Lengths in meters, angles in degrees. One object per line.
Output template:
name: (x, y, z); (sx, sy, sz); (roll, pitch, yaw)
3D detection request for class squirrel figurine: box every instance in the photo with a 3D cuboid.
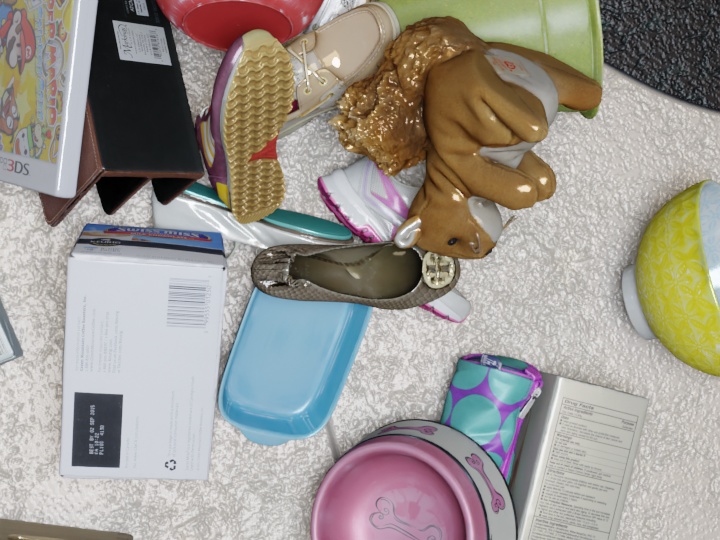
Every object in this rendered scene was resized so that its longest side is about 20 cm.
squirrel figurine: (0.077, -0.110, 0.905); (0.200, 0.142, 0.187); (33, 127, 10)

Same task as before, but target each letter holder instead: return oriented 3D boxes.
letter holder: (-0.239, -0.152, 0.949); (0.100, 0.142, 0.200); (-3, 72, -40)

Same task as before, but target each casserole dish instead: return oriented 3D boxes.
casserole dish: (-0.066, 0.071, 0.990); (0.121, 0.039, 0.200); (16, 102, -23)

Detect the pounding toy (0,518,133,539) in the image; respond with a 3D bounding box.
pounding toy: (-0.320, 0.331, 0.918); (0.200, 0.142, 0.185); (9, 88, -10)

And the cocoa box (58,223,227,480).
cocoa box: (-0.193, 0.069, 0.926); (0.133, 0.131, 0.200); (4, 104, -9)

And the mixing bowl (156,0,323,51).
mixing bowl: (-0.106, -0.260, 0.899); (0.200, 0.200, 0.109); (3, 76, -9)

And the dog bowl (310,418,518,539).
dog bowl: (0.041, 0.241, 0.962); (0.200, 0.074, 0.201); (-3, 83, 27)

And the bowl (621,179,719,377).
bowl: (0.328, 0.020, 1.033); (0.108, 0.200, 0.201); (-18, 94, 33)

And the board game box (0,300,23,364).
board game box: (-0.434, 0.052, 0.940); (0.200, 0.064, 0.148); (-23, 93, -10)

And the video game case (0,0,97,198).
video game case: (-0.295, -0.175, 0.905); (0.023, 0.182, 0.200); (1, 100, -48)

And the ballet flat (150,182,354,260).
ballet flat: (-0.107, -0.036, 1.001); (0.200, 0.069, 0.070); (16, 87, -5)

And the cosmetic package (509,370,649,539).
cosmetic package: (0.206, 0.209, 1.034); (0.103, 0.087, 0.200); (16, 88, -8)

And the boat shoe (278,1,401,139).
boat shoe: (-0.051, -0.176, 0.947); (0.200, 0.069, 0.074); (-33, 82, 33)

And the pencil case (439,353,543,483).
pencil case: (0.118, 0.183, 1.019); (0.085, 0.092, 0.200); (15, 88, -54)

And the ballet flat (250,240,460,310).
ballet flat: (0.000, 0.000, 0.937); (0.200, 0.046, 0.068); (2, 82, -16)

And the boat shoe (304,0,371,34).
boat shoe: (-0.018, -0.303, 1.006); (0.069, 0.071, 0.200); (12, 89, -11)

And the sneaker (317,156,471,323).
sneaker: (0.050, -0.036, 1.012); (0.088, 0.081, 0.200); (-40, 97, -6)

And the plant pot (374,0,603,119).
plant pot: (0.115, -0.227, 0.986); (0.190, 0.200, 0.201); (-10, 92, 3)

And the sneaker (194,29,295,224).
sneaker: (-0.111, -0.134, 0.898); (0.075, 0.200, 0.090); (-24, 55, -29)
